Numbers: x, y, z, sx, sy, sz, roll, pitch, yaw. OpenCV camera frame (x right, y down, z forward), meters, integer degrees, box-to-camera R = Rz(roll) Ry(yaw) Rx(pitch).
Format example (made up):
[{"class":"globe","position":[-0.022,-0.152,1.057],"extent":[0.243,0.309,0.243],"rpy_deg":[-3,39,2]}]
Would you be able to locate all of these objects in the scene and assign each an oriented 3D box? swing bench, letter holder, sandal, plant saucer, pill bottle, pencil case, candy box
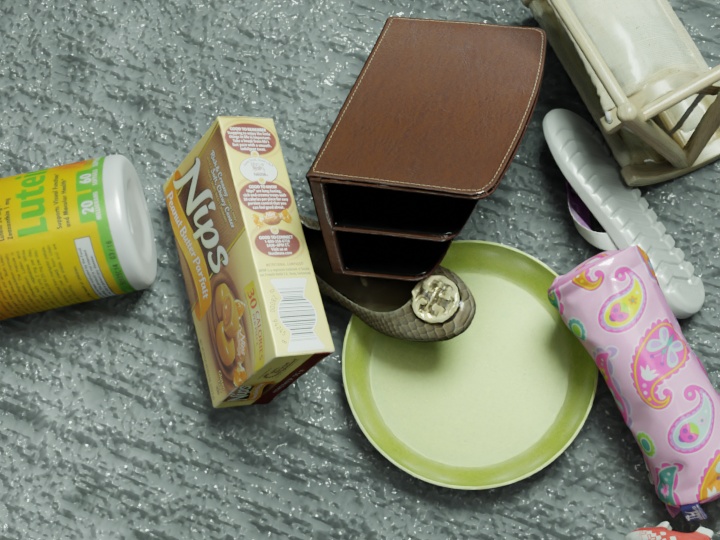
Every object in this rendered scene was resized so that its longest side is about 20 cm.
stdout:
[{"class":"swing bench","position":[0.214,-0.188,0.901],"extent":[0.130,0.200,0.199],"rpy_deg":[-28,71,5]},{"class":"letter holder","position":[0.065,-0.095,0.875],"extent":[0.142,0.101,0.200],"rpy_deg":[7,47,19]},{"class":"sandal","position":[0.199,-0.042,0.922],"extent":[0.050,0.082,0.203],"rpy_deg":[-43,70,35]},{"class":"plant saucer","position":[0.086,0.074,0.904],"extent":[0.200,0.031,0.200],"rpy_deg":[-1,72,4]},{"class":"pill bottle","position":[-0.274,-0.020,0.919],"extent":[0.200,0.111,0.111],"rpy_deg":[-12,71,0]},{"class":"pencil case","position":[0.216,0.080,0.847],"extent":[0.087,0.087,0.200],"rpy_deg":[-28,85,-5]},{"class":"candy box","position":[-0.092,-0.006,0.896],"extent":[0.055,0.115,0.200],"rpy_deg":[-1,66,-35]}]

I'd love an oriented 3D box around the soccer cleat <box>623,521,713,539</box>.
[{"class":"soccer cleat","position":[0.251,0.242,0.778],"extent":[0.085,0.069,0.200],"rpy_deg":[-40,43,-23]}]

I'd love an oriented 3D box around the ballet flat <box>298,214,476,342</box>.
[{"class":"ballet flat","position":[0.000,0.000,0.897],"extent":[0.200,0.046,0.067],"rpy_deg":[25,73,31]}]
